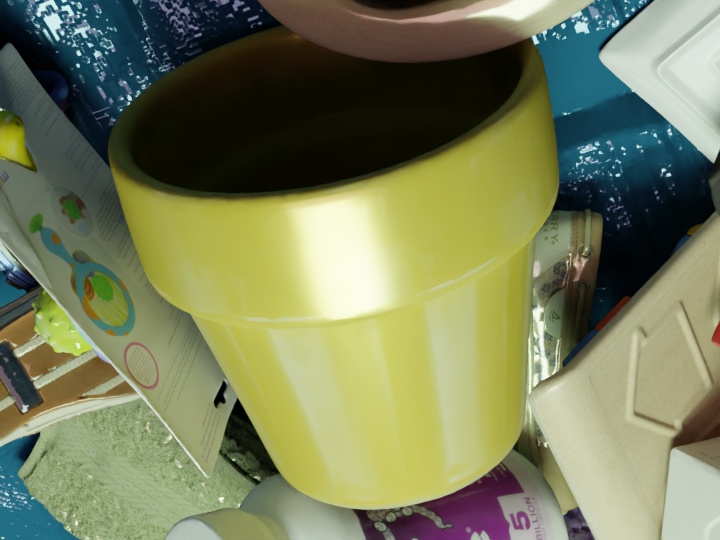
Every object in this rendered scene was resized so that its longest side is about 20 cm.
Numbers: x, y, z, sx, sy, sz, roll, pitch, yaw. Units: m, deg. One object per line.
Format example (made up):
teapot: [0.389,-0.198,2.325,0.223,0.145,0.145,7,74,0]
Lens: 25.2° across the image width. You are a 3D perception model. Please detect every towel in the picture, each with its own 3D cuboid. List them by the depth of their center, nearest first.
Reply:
towel: [-0.105,0.136,0.944,0.200,0.036,0.149,34,127,8]

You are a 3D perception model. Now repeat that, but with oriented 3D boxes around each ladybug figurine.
ladybug figurine: [0.043,-0.164,0.713,0.199,0.072,0.136,-10,99,13]

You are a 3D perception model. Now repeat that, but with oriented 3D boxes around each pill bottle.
pill bottle: [0.002,0.153,0.825,0.199,0.112,0.112,-4,136,-37]

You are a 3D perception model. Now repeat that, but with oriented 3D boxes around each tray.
tray: [0.223,-0.131,0.776,0.107,0.022,0.200,36,121,-24]

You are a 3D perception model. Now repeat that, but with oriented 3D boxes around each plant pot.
plant pot: [0.000,0.000,0.759,0.200,0.201,0.189,-7,119,8]

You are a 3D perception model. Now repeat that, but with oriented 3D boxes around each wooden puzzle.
wooden puzzle: [0.185,0.059,0.868,0.200,0.046,0.186,-40,126,-16]

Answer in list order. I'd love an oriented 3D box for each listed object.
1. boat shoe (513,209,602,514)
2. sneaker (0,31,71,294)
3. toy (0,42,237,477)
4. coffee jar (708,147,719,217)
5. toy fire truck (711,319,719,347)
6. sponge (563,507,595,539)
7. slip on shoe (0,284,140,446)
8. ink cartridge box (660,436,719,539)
boat shoe: [0.113,0.056,0.892,0.062,0.073,0.201,-6,126,10]
sneaker: [-0.174,-0.063,0.815,0.078,0.075,0.200,-23,125,15]
toy: [-0.133,0.000,0.762,0.047,0.115,0.200,-26,113,22]
coffee jar: [0.272,-0.021,0.791,0.200,0.104,0.086,25,85,-27]
toy fire truck: [0.253,0.048,0.791,0.200,0.141,0.049,22,95,-39]
sponge: [0.170,0.173,0.954,0.199,0.112,0.030,6,130,-2]
slip on shoe: [-0.162,0.046,0.831,0.200,0.061,0.076,-29,106,-12]
ink cartridge box: [0.256,0.143,0.877,0.199,0.067,0.118,-7,108,-33]
